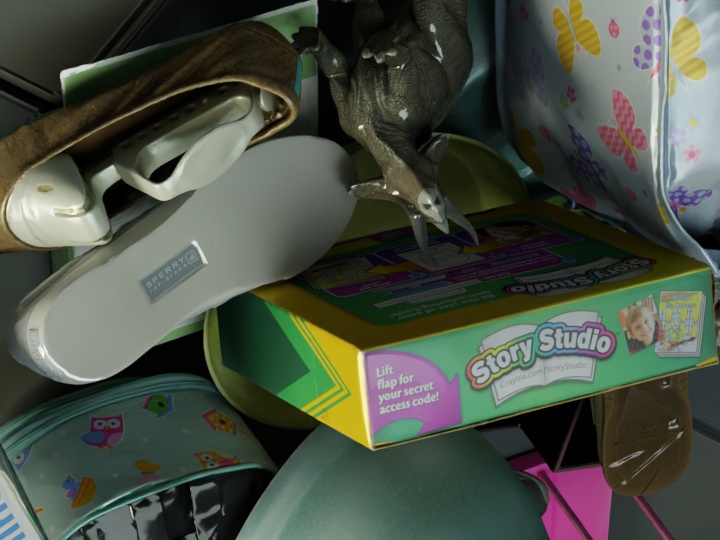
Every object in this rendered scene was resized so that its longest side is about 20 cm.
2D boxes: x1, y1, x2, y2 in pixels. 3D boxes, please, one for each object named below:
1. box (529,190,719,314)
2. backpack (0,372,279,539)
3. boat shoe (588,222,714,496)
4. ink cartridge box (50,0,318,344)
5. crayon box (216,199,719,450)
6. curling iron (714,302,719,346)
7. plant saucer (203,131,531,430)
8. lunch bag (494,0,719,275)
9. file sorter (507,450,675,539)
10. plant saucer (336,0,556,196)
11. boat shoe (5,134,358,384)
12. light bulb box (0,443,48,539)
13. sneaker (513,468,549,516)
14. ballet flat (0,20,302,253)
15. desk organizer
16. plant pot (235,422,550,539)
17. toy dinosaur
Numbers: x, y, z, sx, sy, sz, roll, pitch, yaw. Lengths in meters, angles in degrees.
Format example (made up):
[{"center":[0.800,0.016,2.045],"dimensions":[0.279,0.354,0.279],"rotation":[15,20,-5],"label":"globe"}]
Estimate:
[{"center":[0.154,-0.005,1.733],"dimensions":[0.200,0.035,0.110],"rotation":[-10,139,-42],"label":"box"},{"center":[-0.130,0.145,1.634],"dimensions":[0.176,0.153,0.200],"rotation":[-17,146,-19],"label":"backpack"},{"center":[0.155,0.034,1.686],"dimensions":[0.073,0.063,0.200],"rotation":[-5,124,-13],"label":"boat shoe"},{"center":[-0.092,-0.054,1.556],"dimensions":[0.146,0.048,0.200],"rotation":[-18,132,-19],"label":"ink cartridge box"},{"center":[0.052,0.024,1.510],"dimensions":[0.200,0.173,0.058],"rotation":[-13,109,-24],"label":"crayon box"},{"center":[0.231,-0.028,1.700],"dimensions":[0.026,0.200,0.050],"rotation":[22,134,0],"label":"curling iron"},{"center":[0.000,0.000,1.610],"dimensions":[0.200,0.031,0.200],"rotation":[-19,136,-20],"label":"plant saucer"},{"center":[0.155,-0.113,1.535],"dimensions":[0.127,0.170,0.200],"rotation":[-9,111,-26],"label":"lunch bag"},{"center":[0.093,0.216,1.867],"dimensions":[0.200,0.125,0.139],"rotation":[-18,136,-19],"label":"file sorter"},{"center":[0.082,-0.075,1.657],"dimensions":[0.200,0.036,0.200],"rotation":[-18,136,-19],"label":"plant saucer"},{"center":[-0.090,-0.006,1.485],"dimensions":[0.200,0.069,0.072],"rotation":[-40,112,-25],"label":"boat shoe"},{"center":[-0.277,0.115,1.478],"dimensions":[0.200,0.198,0.125],"rotation":[-28,140,-6],"label":"light bulb box"},{"center":[0.020,0.172,1.772],"dimensions":[0.200,0.079,0.075],"rotation":[-16,158,9],"label":"sneaker"},{"center":[-0.115,-0.052,1.454],"dimensions":[0.200,0.072,0.068],"rotation":[-26,130,-1],"label":"ballet flat"},{"center":[0.080,0.076,1.764],"dimensions":[0.200,0.077,0.072],"rotation":[-6,131,-29],"label":"desk organizer"},{"center":[0.032,0.178,1.616],"dimensions":[0.200,0.134,0.200],"rotation":[-40,147,-33],"label":"plant pot"},{"center":[0.022,-0.105,1.517],"dimensions":[0.077,0.200,0.102],"rotation":[-7,135,23],"label":"toy dinosaur"}]
